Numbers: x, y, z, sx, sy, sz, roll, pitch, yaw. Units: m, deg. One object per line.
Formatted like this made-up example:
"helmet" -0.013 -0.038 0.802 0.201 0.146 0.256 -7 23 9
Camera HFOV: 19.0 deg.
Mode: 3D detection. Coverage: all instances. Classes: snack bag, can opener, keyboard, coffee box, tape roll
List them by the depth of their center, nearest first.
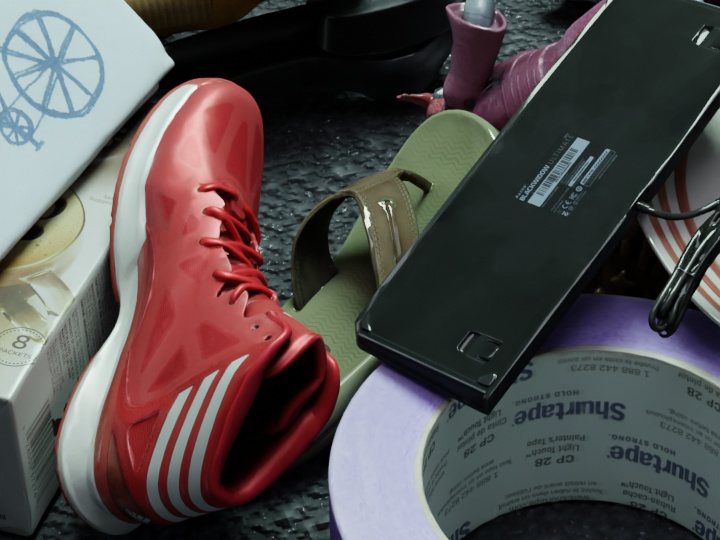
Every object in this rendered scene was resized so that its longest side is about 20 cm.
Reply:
"tape roll" 0.087 0.104 0.803 0.198 0.085 0.201 -1 40 1
"keyboard" 0.098 -0.025 0.828 0.127 0.021 0.200 24 66 38
"snack bag" -0.187 -0.106 0.885 0.021 0.200 0.189 -27 20 43
"coffee box" -0.154 0.008 0.928 0.112 0.080 0.201 11 41 14
"can opener" -0.042 -0.110 1.085 0.198 0.079 0.064 -15 44 0

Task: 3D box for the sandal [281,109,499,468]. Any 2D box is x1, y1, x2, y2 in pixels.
"sandal" 0.000 0.001 0.919 0.079 0.058 0.201 13 53 40

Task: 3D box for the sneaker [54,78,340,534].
"sneaker" -0.045 0.010 0.864 0.115 0.078 0.202 -7 64 38

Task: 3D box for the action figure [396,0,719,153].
"action figure" 0.100 -0.075 1.005 0.199 0.134 0.150 -15 53 39

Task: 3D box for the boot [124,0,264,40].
"boot" -0.065 -0.160 1.095 0.143 0.071 0.201 -15 17 -5

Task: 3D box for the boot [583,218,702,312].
"boot" 0.158 0.001 0.949 0.199 0.076 0.107 15 24 25

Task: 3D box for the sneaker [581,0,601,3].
"sneaker" 0.123 -0.217 1.199 0.084 0.077 0.201 -5 39 2

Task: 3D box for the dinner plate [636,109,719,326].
"dinner plate" 0.202 -0.029 0.868 0.198 0.024 0.201 4 56 -6
